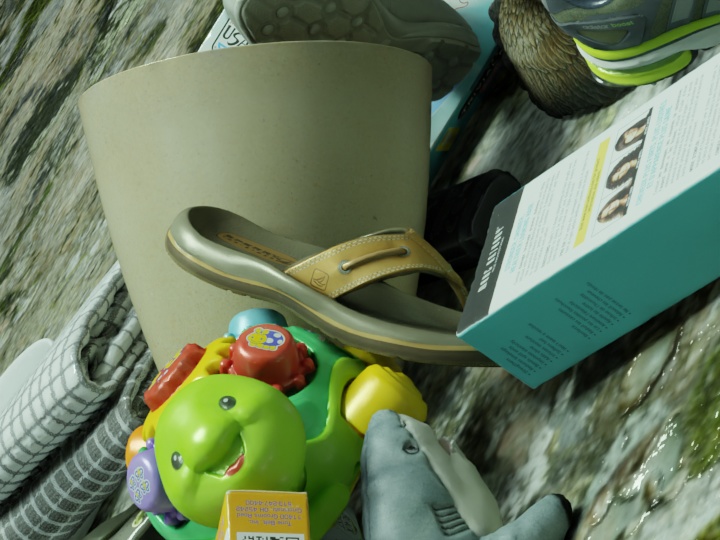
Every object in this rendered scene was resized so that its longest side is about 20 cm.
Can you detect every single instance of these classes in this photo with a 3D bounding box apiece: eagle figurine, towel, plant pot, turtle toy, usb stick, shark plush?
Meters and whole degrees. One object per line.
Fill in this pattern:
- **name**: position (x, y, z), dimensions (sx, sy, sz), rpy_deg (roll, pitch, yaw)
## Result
- **eagle figurine**: position (0.090, -0.152, 1.437), dimensions (0.200, 0.152, 0.151), rpy_deg (-20, 2, 40)
- **towel**: position (-0.129, 0.053, 1.590), dimensions (0.166, 0.086, 0.200), rpy_deg (-46, 7, 45)
- **plant pot**: position (-0.044, 0.002, 1.468), dimensions (0.187, 0.187, 0.201), rpy_deg (156, 110, -62)
- **turtle toy**: position (-0.051, 0.081, 1.296), dimensions (0.146, 0.101, 0.200), rpy_deg (-49, 9, 1)
- **usb stick**: position (0.031, -0.015, 1.544), dimensions (0.056, 0.033, 0.200), rpy_deg (-64, 17, -20)
- **shark plush**: position (0.011, 0.158, 1.201), dimensions (0.091, 0.083, 0.200), rpy_deg (-29, 33, 59)

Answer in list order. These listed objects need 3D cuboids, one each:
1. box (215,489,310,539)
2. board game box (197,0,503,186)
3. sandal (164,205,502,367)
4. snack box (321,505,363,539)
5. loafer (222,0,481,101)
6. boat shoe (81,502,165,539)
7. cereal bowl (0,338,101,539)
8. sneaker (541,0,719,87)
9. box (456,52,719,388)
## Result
- **box**: position (-0.043, 0.206, 1.172), dimensions (0.119, 0.041, 0.200), rpy_deg (105, 166, -51)
- **board game box**: position (0.022, -0.166, 1.628), dimensions (0.200, 0.151, 0.047), rpy_deg (-58, -14, 2)
- **sandal**: position (0.000, 0.000, 1.333), dimensions (0.080, 0.200, 0.054), rpy_deg (-13, -57, -65)
- **snack box**: position (-0.048, 0.196, 1.363), dimensions (0.142, 0.053, 0.200), rpy_deg (-54, 17, 10)
- **loafer**: position (-0.012, -0.139, 1.511), dimensions (0.070, 0.200, 0.070), rpy_deg (-47, 60, 17)
- **boat shoe**: position (-0.087, 0.135, 1.550), dimensions (0.202, 0.072, 0.060), rpy_deg (-46, 32, 4)
- **cereal bowl**: position (-0.228, 0.150, 1.921), dimensions (0.200, 0.083, 0.200), rpy_deg (-51, 19, 24)
- **sneaker**: position (0.163, -0.150, 1.251), dimensions (0.200, 0.081, 0.074), rpy_deg (-31, 51, 28)
- **box**: position (0.128, -0.027, 1.228), dimensions (0.200, 0.049, 0.082), rpy_deg (-35, 28, 45)
